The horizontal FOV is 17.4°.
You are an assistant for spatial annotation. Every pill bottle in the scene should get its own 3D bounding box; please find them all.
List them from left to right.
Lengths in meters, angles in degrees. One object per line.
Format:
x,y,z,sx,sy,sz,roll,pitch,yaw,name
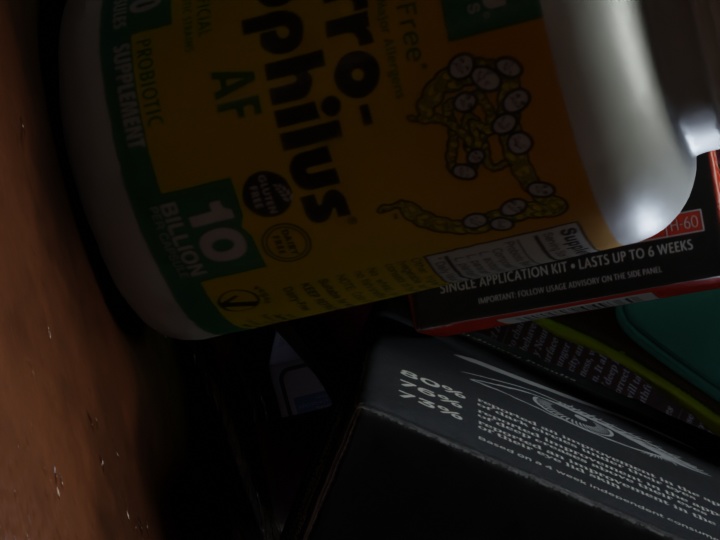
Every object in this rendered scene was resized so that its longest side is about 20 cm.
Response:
0.027,-0.054,0.649,0.113,0.199,0.114,-12,90,-76,pill bottle

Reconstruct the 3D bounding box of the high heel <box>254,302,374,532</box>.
0.000,0.000,0.886,0.067,0.095,0.201,63,14,-70,high heel

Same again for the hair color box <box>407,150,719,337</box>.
0.052,-0.087,0.736,0.061,0.101,0.202,18,61,-79,hair color box

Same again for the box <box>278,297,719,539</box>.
0.049,0.094,0.727,0.200,0.147,0.105,-66,178,-82,box

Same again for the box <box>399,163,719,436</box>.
0.114,0.019,0.865,0.075,0.199,0.101,-32,149,-49,box

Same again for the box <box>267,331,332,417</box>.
0.017,0.112,0.997,0.117,0.060,0.201,-86,162,-75,box

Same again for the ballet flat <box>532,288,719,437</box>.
0.085,0.001,0.792,0.200,0.067,0.067,39,-8,13,ballet flat

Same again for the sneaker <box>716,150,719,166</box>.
0.106,-0.043,0.963,0.086,0.200,0.081,-7,71,-43,sneaker
